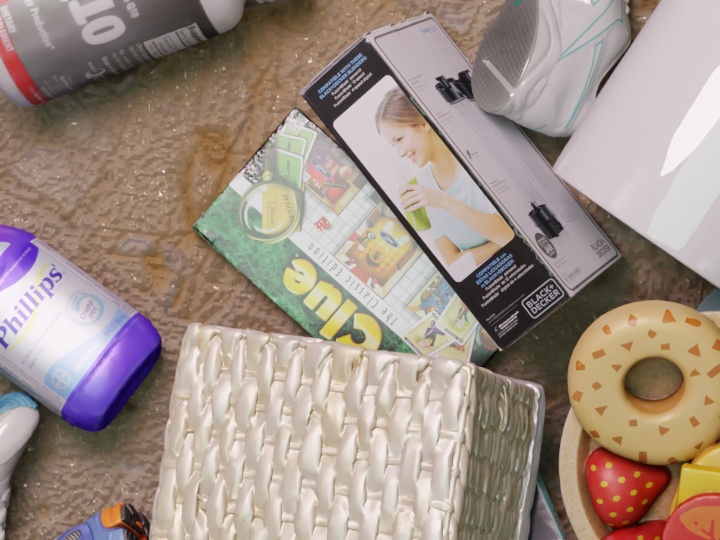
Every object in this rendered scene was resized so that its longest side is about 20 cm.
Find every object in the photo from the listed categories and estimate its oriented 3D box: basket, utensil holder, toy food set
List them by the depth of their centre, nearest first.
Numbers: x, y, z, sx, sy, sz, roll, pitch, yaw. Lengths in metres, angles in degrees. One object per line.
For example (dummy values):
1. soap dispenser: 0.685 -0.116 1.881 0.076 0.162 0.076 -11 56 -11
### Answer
1. toy food set: 0.215 0.117 1.401 0.197 0.049 0.201 7 103 9
2. basket: -0.012 0.143 1.407 0.198 0.161 0.201 7 84 19
3. utensil holder: 0.234 -0.097 1.420 0.170 0.170 0.200 34 96 5

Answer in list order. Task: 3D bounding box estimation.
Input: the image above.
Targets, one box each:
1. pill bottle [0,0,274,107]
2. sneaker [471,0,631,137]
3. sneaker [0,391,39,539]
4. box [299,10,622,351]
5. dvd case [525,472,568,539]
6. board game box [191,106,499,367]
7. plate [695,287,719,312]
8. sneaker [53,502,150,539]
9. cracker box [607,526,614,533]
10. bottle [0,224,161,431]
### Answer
1. pill bottle: -0.142 -0.187 1.482 0.199 0.114 0.114 -21 88 5
2. sneaker: 0.133 -0.177 1.485 0.080 0.070 0.201 25 78 -31
3. sneaker: -0.256 0.168 1.518 0.081 0.077 0.200 32 95 -9
4. box: 0.063 -0.058 1.457 0.060 0.117 0.200 -39 87 25
5. dvd case: 0.029 0.184 1.481 0.200 0.022 0.146 -27 72 13
6. board game box: 0.000 0.000 1.514 0.200 0.023 0.105 41 96 5
7. plate: 0.289 0.077 1.452 0.199 0.026 0.201 -1 72 2
8. sneaker: -0.153 0.252 1.509 0.078 0.075 0.201 -15 80 14
9. cracker box: 0.200 0.236 1.473 0.133 0.058 0.201 9 91 5
10. bottle: -0.224 0.016 1.511 0.200 0.065 0.084 37 76 5
